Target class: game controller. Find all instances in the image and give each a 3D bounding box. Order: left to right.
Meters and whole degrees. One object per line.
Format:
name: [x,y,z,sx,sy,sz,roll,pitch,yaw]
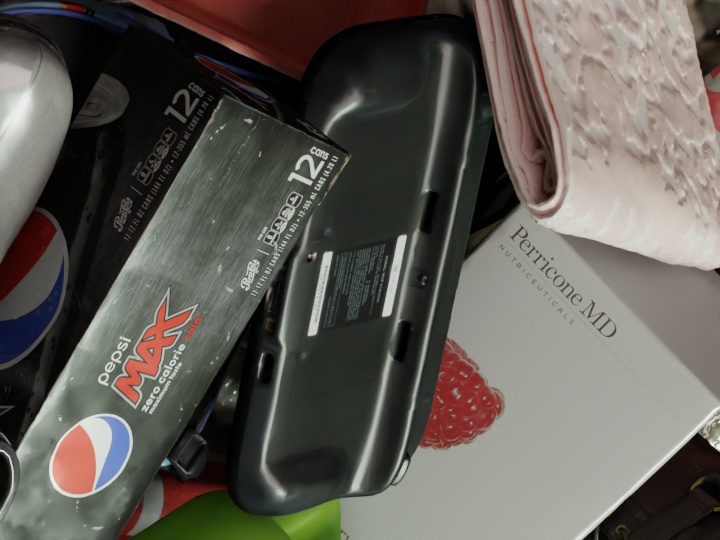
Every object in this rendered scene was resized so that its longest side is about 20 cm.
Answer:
game controller: [0.000,0.000,1.078,0.104,0.042,0.200,-7,117,-41]

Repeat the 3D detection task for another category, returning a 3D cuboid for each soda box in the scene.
soda box: [-0.092,0.020,0.992,0.071,0.063,0.200,24,100,-46]

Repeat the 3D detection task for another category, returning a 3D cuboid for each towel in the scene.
towel: [0.095,-0.100,1.133,0.032,0.192,0.200,-15,168,25]

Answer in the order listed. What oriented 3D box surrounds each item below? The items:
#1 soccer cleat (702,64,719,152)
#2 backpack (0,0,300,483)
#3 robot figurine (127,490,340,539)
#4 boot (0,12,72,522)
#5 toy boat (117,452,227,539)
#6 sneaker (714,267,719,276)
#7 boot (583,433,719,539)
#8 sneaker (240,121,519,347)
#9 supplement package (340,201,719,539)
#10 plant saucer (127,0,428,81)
soccer cleat: [0.207,-0.028,1.366,0.073,0.068,0.200,-51,136,-12]
backpack: [-0.129,-0.027,1.073,0.200,0.134,0.183,16,105,-42]
robot figurine: [-0.077,0.165,1.115,0.200,0.176,0.116,-31,153,-20]
boot: [-0.136,0.026,0.928,0.070,0.132,0.200,17,112,-34]
toy boat: [-0.087,0.156,1.234,0.200,0.131,0.131,9,113,-39]
sneaker: [0.187,0.018,1.306,0.115,0.200,0.079,7,88,-43]
boot: [0.113,0.122,1.320,0.200,0.174,0.069,-27,132,-18]
sneaker: [0.019,-0.018,1.223,0.199,0.083,0.071,-29,125,-17]
supplement package: [0.061,0.065,1.215,0.200,0.121,0.120,-46,174,23]
plant saucer: [-0.043,-0.179,1.055,0.199,0.037,0.201,22,75,-42]
